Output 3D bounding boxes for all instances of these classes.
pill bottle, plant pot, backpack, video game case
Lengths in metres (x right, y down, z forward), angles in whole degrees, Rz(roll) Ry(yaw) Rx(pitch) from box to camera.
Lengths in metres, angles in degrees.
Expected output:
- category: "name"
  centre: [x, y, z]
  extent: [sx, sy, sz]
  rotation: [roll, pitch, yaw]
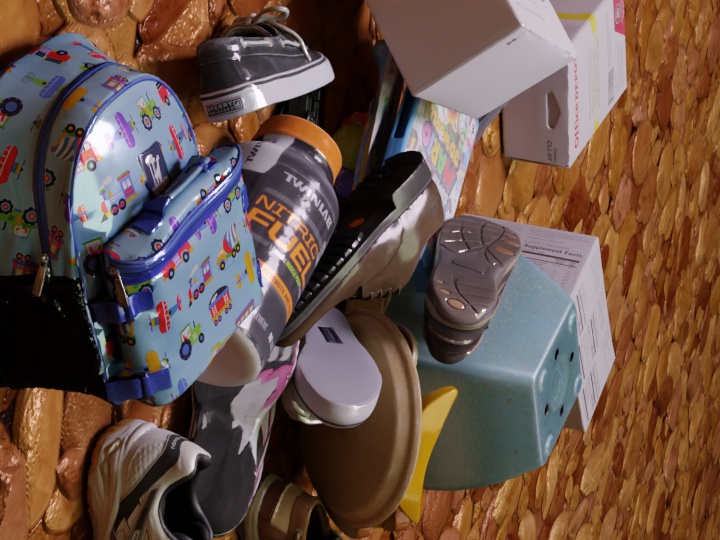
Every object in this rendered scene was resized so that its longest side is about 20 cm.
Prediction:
- category: "pill bottle"
  centre: [-0.082, -0.022, 1.239]
  extent: [0.107, 0.106, 0.201]
  rotation: [71, 36, -48]
- category: "plant pot"
  centre: [0.097, 0.086, 1.571]
  extent: [0.197, 0.199, 0.197]
  rotation: [-57, 147, -42]
- category: "backpack"
  centre: [-0.155, -0.040, 1.038]
  extent: [0.183, 0.134, 0.201]
  rotation: [-47, 138, -52]
- category: "video game case"
  centre: [0.062, -0.103, 1.470]
  extent: [0.143, 0.018, 0.201]
  rotation: [67, 32, -48]

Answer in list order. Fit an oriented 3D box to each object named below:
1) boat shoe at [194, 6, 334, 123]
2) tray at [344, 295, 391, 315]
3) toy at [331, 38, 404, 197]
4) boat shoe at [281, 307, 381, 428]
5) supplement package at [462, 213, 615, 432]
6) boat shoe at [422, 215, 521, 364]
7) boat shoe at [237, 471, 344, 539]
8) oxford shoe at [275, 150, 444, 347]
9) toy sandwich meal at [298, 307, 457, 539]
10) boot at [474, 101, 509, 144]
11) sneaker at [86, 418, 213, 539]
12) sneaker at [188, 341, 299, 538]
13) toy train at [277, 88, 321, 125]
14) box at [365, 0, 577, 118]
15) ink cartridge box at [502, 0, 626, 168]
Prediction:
- category: "boat shoe"
  centre: [-0.076, -0.158, 1.245]
  extent: [0.199, 0.073, 0.068]
  rotation: [-36, 112, -66]
- category: "tray"
  centre: [0.034, -0.052, 1.519]
  extent: [0.099, 0.037, 0.201]
  rotation: [100, 9, -45]
- category: "toy"
  centre: [0.002, -0.119, 1.451]
  extent: [0.115, 0.047, 0.201]
  rotation: [-42, 149, -73]
- category: "boat shoe"
  centre: [-0.034, 0.090, 1.358]
  extent: [0.200, 0.070, 0.070]
  rotation: [-121, -136, -64]
- category: "supplement package"
  centre: [0.174, 0.056, 1.786]
  extent: [0.111, 0.155, 0.201]
  rotation: [-61, 150, -34]
- category: "boat shoe"
  centre: [0.087, 0.014, 1.447]
  extent: [0.200, 0.074, 0.074]
  rotation: [-54, 166, -61]
- category: "boat shoe"
  centre: [-0.049, 0.255, 1.465]
  extent: [0.076, 0.073, 0.200]
  rotation: [-64, 151, -32]
- category: "oxford shoe"
  centre: [0.000, 0.000, 1.311]
  extent: [0.200, 0.073, 0.085]
  rotation: [-43, 120, -22]
- category: "toy sandwich meal"
  centre: [0.014, 0.133, 1.434]
  extent: [0.070, 0.205, 0.207]
  rotation: [4, 97, -31]
- category: "boot"
  centre: [0.101, -0.242, 1.626]
  extent: [0.165, 0.065, 0.201]
  rotation: [-62, 147, -38]
- category: "sneaker"
  centre: [-0.151, 0.210, 1.202]
  extent: [0.076, 0.087, 0.201]
  rotation: [-30, 128, -62]
- category: "sneaker"
  centre: [-0.103, 0.116, 1.313]
  extent: [0.086, 0.080, 0.201]
  rotation: [104, 4, -68]
- category: "toy train"
  centre: [-0.057, -0.065, 1.372]
  extent: [0.046, 0.034, 0.201]
  rotation: [-10, 109, -78]
- category: "box"
  centre: [0.070, -0.243, 1.373]
  extent: [0.201, 0.106, 0.152]
  rotation: [65, 20, 13]
- category: "ink cartridge box"
  centre: [0.229, -0.228, 1.884]
  extent: [0.200, 0.083, 0.146]
  rotation: [-51, 143, -48]
